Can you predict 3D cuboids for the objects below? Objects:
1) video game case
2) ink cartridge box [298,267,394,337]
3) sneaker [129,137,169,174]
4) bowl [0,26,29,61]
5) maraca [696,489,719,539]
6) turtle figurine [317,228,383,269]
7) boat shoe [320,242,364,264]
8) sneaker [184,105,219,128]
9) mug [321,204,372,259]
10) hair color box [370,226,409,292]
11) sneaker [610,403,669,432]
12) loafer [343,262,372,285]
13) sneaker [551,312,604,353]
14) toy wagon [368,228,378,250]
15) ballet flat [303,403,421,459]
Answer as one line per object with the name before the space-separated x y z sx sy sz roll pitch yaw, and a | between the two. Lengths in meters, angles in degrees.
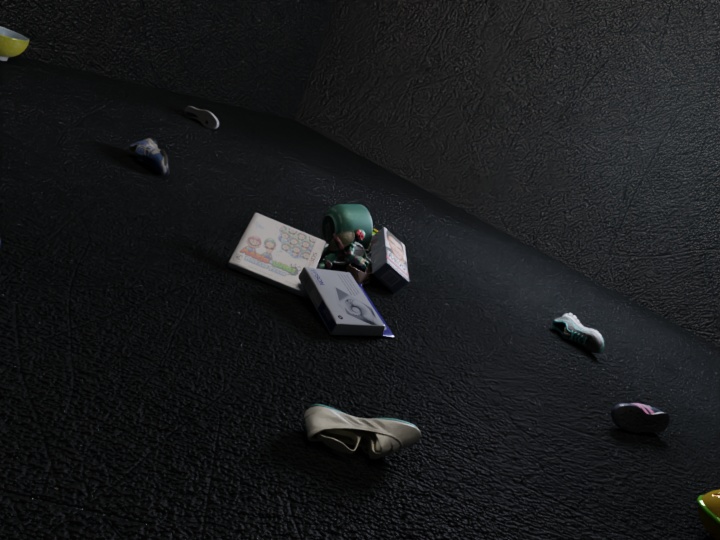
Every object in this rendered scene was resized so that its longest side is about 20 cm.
video game case | -0.203 -0.042 1.517 0.199 0.024 0.182 22 50 -4
ink cartridge box | -0.025 0.076 1.457 0.200 0.041 0.200 7 36 -41
sneaker | -0.659 -0.351 1.918 0.077 0.076 0.200 -19 40 -32
bowl | -1.431 -0.896 2.411 0.200 0.108 0.200 22 18 -8
maraca | 0.753 0.494 1.193 0.199 0.107 0.137 19 17 -16
turtle figurine | -0.047 -0.053 1.616 0.101 0.200 0.150 62 -2 -24
boat shoe | -0.064 -0.050 1.752 0.201 0.075 0.065 2 10 -40
sneaker | -0.714 -0.720 2.860 0.200 0.073 0.112 29 20 20
mug | -0.043 -0.120 1.868 0.114 0.152 0.185 -3 33 -32
hair color box | 0.086 -0.035 1.818 0.099 0.061 0.200 40 25 -24
sneaker | 0.695 0.372 1.562 0.199 0.070 0.082 17 2 -28
loafer | 0.000 0.000 1.713 0.073 0.071 0.200 25 18 4
sneaker | 0.714 0.215 2.024 0.091 0.078 0.200 -5 26 -27
toy wagon | 0.014 -0.115 2.110 0.155 0.040 0.200 31 19 20
ballet flat | 0.002 0.270 0.985 0.199 0.070 0.069 15 19 -12
